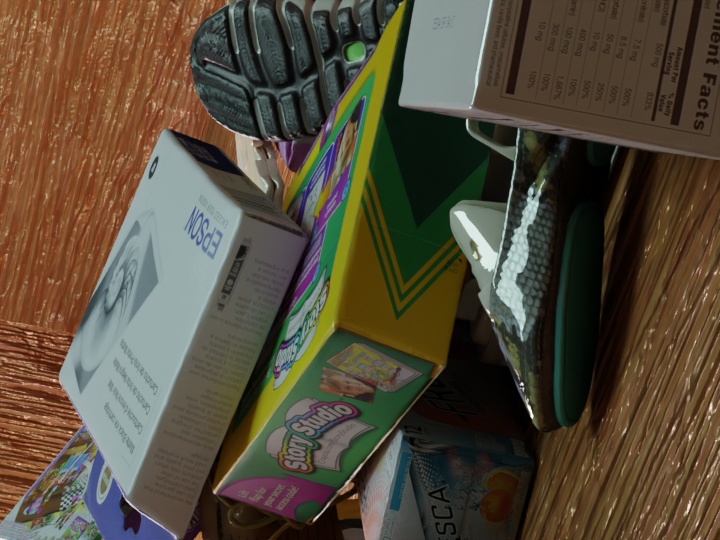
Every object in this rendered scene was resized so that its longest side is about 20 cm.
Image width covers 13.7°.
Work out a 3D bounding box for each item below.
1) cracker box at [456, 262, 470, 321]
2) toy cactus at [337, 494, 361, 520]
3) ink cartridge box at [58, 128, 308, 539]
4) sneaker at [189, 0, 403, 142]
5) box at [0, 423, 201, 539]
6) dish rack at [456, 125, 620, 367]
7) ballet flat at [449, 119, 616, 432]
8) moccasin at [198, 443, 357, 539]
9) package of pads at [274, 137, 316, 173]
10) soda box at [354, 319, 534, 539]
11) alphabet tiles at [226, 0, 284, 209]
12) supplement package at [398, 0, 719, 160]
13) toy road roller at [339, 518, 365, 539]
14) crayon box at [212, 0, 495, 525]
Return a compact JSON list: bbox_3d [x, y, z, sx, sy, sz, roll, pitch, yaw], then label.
[{"bbox_3d":[0.017,0.027,1.650,0.200,0.058,0.134,149,130,-79],"label":"cracker box"},{"bbox_3d":[-0.050,0.086,1.774,0.165,0.102,0.200,3,-91,-57],"label":"toy cactus"},{"bbox_3d":[-0.099,0.045,1.448,0.200,0.041,0.200,-68,19,7],"label":"ink cartridge box"},{"bbox_3d":[0.017,-0.113,1.518,0.200,0.115,0.076,-4,97,41],"label":"sneaker"},{"bbox_3d":[-0.119,0.109,1.611,0.137,0.039,0.200,-51,16,-14],"label":"box"},{"bbox_3d":[0.081,-0.065,1.355,0.172,0.043,0.200,-86,11,-52],"label":"dish rack"},{"bbox_3d":[0.073,-0.037,1.223,0.072,0.072,0.201,-163,83,-83],"label":"ballet flat"},{"bbox_3d":[-0.042,0.101,1.487,0.078,0.073,0.202,156,110,-79],"label":"moccasin"},{"bbox_3d":[0.009,-0.100,1.660,0.200,0.120,0.076,-119,29,-79],"label":"package of pads"},{"bbox_3d":[0.034,0.080,1.413,0.200,0.063,0.069,-105,26,-73],"label":"soda box"},{"bbox_3d":[-0.055,-0.044,1.671,0.200,0.015,0.196,-106,10,-64],"label":"alphabet tiles"},{"bbox_3d":[0.091,-0.125,1.081,0.200,0.111,0.156,-151,72,-82],"label":"supplement package"},{"bbox_3d":[-0.059,0.224,1.583,0.123,0.146,0.200,108,170,-48],"label":"toy road roller"},{"bbox_3d":[0.000,0.000,1.376,0.200,0.058,0.173,125,159,-60],"label":"crayon box"}]
